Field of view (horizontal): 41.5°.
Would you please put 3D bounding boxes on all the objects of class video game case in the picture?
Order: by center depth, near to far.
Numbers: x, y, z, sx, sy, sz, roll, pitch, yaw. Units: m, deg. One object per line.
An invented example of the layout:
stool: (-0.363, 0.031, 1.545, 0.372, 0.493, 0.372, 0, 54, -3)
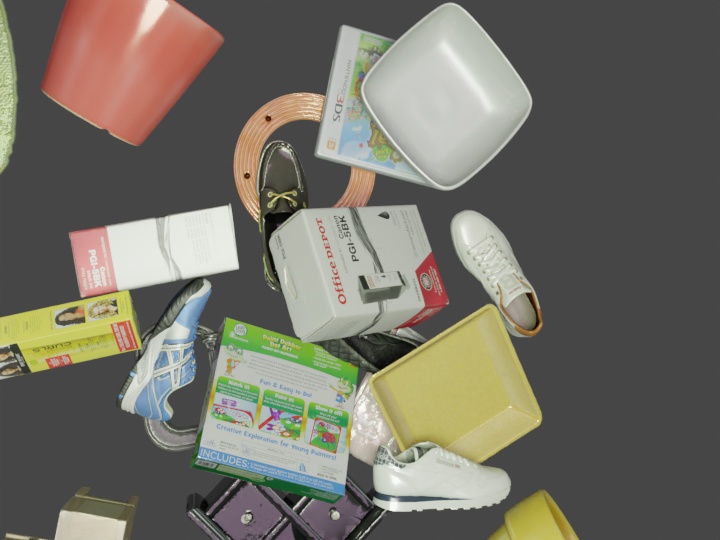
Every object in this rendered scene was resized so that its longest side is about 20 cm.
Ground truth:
video game case: (0.048, -0.224, 1.315, 0.197, 0.022, 0.186, 13, 85, -15)

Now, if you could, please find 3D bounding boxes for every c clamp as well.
c clamp: (-0.217, 0.161, 1.287, 0.168, 0.027, 0.204, -14, 92, -2)

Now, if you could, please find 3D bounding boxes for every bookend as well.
bookend: (-0.094, 0.311, 1.271, 0.200, 0.092, 0.199, -45, 96, -7)

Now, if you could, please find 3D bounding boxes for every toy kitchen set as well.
toy kitchen set: (-0.382, 0.381, 1.180, 0.160, 0.180, 0.204, 11, 84, -8)

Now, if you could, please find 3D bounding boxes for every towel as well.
towel: (0.088, 0.204, 1.332, 0.198, 0.032, 0.193, 29, 86, -7)

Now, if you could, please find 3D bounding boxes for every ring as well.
ring: (-0.077, -0.141, 1.310, 0.196, 0.019, 0.205, 0, 89, -10)

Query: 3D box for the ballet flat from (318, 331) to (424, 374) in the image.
ballet flat: (0.033, 0.113, 1.277, 0.197, 0.057, 0.068, 19, 81, -16)

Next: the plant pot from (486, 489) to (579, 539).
plant pot: (0.220, 0.432, 1.284, 0.187, 0.201, 0.202, -32, 95, 9)

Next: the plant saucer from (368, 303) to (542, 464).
plant saucer: (0.124, 0.168, 1.278, 0.198, 0.048, 0.202, -30, 112, -9)

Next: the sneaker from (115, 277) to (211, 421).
sneaker: (-0.242, 0.103, 1.241, 0.076, 0.076, 0.202, 28, 96, -8)

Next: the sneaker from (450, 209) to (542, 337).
sneaker: (0.198, 0.001, 1.323, 0.072, 0.085, 0.202, -34, 94, -6)

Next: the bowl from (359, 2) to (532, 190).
bowl: (0.108, -0.227, 1.282, 0.200, 0.075, 0.200, -44, 99, -13)

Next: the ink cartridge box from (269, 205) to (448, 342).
ink cartridge box: (0.000, 0.000, 1.221, 0.198, 0.083, 0.149, -6, 71, -41)

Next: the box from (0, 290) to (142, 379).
box: (-0.388, 0.085, 1.227, 0.196, 0.076, 0.051, -12, 53, -10)

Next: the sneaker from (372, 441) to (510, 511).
sneaker: (0.110, 0.265, 1.240, 0.197, 0.076, 0.082, 2, 86, -24)

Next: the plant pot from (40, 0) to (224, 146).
plant pot: (-0.297, -0.269, 1.196, 0.198, 0.200, 0.179, 30, 94, -8)

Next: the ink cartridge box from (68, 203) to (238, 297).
ink cartridge box: (-0.257, -0.025, 1.216, 0.196, 0.147, 0.085, -10, 93, -8)

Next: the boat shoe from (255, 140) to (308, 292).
boat shoe: (-0.101, -0.074, 1.266, 0.070, 0.061, 0.205, -3, 91, -9)

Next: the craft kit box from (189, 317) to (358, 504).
craft kit box: (-0.106, 0.181, 1.235, 0.197, 0.049, 0.200, 19, 57, -15)
